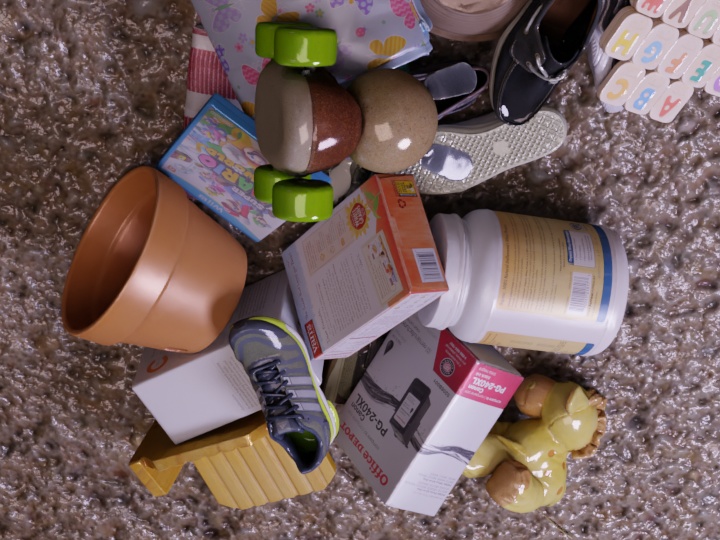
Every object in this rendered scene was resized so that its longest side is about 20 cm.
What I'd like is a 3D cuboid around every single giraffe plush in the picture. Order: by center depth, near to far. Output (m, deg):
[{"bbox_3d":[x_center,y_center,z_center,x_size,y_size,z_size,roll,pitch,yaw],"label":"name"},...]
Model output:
[{"bbox_3d":[0.214,0.196,1.417,0.200,0.173,0.162,33,97,-2],"label":"giraffe plush"}]

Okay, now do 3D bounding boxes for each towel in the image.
[{"bbox_3d":[-0.121,-0.160,1.298,0.144,0.023,0.200,10,119,1],"label":"towel"}]

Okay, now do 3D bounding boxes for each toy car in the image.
[{"bbox_3d":[0.010,-0.139,1.087,0.199,0.158,0.165,-2,105,-16],"label":"toy car"}]

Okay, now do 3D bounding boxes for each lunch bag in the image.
[{"bbox_3d":[-0.042,-0.255,1.166,0.200,0.127,0.170,-20,105,23],"label":"lunch bag"}]

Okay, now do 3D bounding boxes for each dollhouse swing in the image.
[{"bbox_3d":[-0.142,0.249,1.468,0.200,0.182,0.176,-16,107,13],"label":"dollhouse swing"}]

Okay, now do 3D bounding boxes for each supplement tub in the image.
[{"bbox_3d":[0.172,0.011,1.287,0.199,0.145,0.145,8,122,-11],"label":"supplement tub"}]

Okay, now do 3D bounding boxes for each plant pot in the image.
[{"bbox_3d":[0.111,-0.308,1.149,0.200,0.093,0.201,2,121,3],"label":"plant pot"},{"bbox_3d":[-0.219,0.003,1.315,0.140,0.200,0.200,27,121,-29],"label":"plant pot"}]

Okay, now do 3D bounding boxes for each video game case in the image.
[{"bbox_3d":[-0.127,-0.101,1.242,0.143,0.018,0.200,36,155,-12],"label":"video game case"}]

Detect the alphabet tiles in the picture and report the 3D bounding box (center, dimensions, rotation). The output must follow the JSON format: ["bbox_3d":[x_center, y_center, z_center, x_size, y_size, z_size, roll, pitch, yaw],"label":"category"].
[{"bbox_3d":[0.324,-0.231,1.162,0.200,0.015,0.196,9,127,-39],"label":"alphabet tiles"}]

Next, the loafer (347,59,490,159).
[{"bbox_3d":[0.040,-0.168,1.203,0.200,0.063,0.072,-24,99,-18],"label":"loafer"}]

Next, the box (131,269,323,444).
[{"bbox_3d":[-0.148,0.099,1.392,0.200,0.124,0.098,-23,117,17],"label":"box"}]

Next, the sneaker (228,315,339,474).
[{"bbox_3d":[-0.081,0.134,1.289,0.074,0.081,0.200,-23,118,16],"label":"sneaker"}]

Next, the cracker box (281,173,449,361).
[{"bbox_3d":[0.000,0.000,1.278,0.058,0.134,0.200,-3,158,-37],"label":"cracker box"}]

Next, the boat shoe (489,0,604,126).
[{"bbox_3d":[0.177,-0.212,1.145,0.072,0.068,0.200,14,135,-13],"label":"boat shoe"}]

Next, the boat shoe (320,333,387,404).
[{"bbox_3d":[0.001,0.077,1.404,0.066,0.072,0.201,10,122,-13],"label":"boat shoe"}]

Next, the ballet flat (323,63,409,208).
[{"bbox_3d":[0.003,-0.141,1.269,0.067,0.070,0.200,20,120,-3],"label":"ballet flat"}]

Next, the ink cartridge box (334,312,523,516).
[{"bbox_3d":[0.070,0.155,1.357,0.083,0.145,0.200,20,107,-40],"label":"ink cartridge box"}]

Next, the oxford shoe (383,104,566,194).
[{"bbox_3d":[0.121,-0.131,1.270,0.200,0.058,0.075,-16,110,9],"label":"oxford shoe"}]

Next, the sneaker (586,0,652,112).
[{"bbox_3d":[0.280,-0.253,1.175,0.114,0.076,0.200,-6,120,9],"label":"sneaker"}]
